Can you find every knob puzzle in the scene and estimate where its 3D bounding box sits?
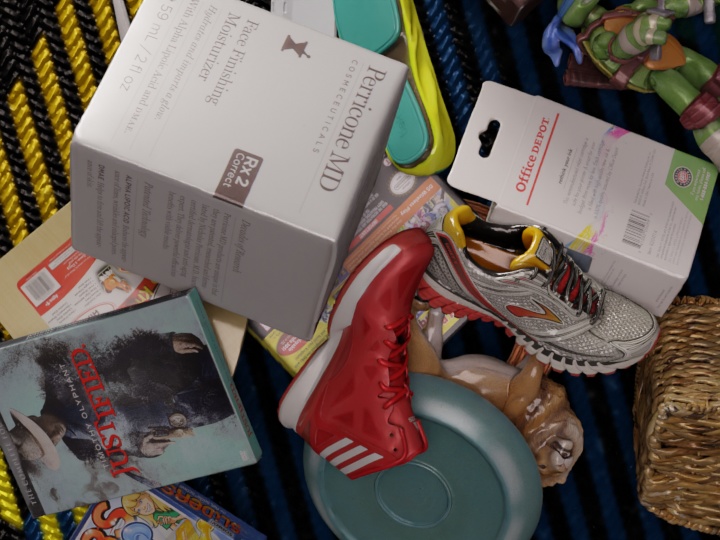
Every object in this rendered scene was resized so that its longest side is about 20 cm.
[{"bbox_3d":[-0.175,0.031,1.418,0.219,0.030,0.220,0,80,0],"label":"knob puzzle"}]

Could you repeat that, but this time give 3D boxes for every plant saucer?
[{"bbox_3d":[0.045,0.173,1.427,0.200,0.027,0.201,9,120,16],"label":"plant saucer"}]

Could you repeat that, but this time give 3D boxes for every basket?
[{"bbox_3d":[0.322,0.121,1.445,0.199,0.149,0.143,4,127,2],"label":"basket"}]

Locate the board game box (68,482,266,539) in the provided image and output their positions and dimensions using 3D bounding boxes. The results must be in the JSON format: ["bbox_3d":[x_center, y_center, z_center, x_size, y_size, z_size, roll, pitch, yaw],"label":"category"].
[{"bbox_3d":[-0.183,0.259,1.455,0.135,0.034,0.200,32,112,0],"label":"board game box"}]

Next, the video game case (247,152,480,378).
[{"bbox_3d":[0.000,0.000,1.449,0.200,0.026,0.181,-44,91,3],"label":"video game case"}]

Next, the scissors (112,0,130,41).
[{"bbox_3d":[-0.185,-0.147,1.465,0.073,0.014,0.200,-40,70,45],"label":"scissors"}]

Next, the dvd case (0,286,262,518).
[{"bbox_3d":[-0.190,0.104,1.371,0.199,0.022,0.146,-14,106,19],"label":"dvd case"}]

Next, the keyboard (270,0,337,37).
[{"bbox_3d":[-0.048,-0.132,1.441,0.056,0.011,0.201,0,80,9],"label":"keyboard"}]

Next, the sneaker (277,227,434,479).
[{"bbox_3d":[0.028,0.072,1.345,0.115,0.078,0.200,42,122,21],"label":"sneaker"}]

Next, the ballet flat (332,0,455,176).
[{"bbox_3d":[0.030,-0.165,1.430,0.067,0.067,0.200,-27,71,31],"label":"ballet flat"}]

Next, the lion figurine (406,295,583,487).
[{"bbox_3d":[0.091,0.090,1.423,0.200,0.072,0.123,21,108,-1],"label":"lion figurine"}]

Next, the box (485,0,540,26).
[{"bbox_3d":[0.138,-0.319,1.373,0.200,0.164,0.166,-43,91,4],"label":"box"}]

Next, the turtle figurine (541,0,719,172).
[{"bbox_3d":[0.260,-0.186,1.389,0.194,0.144,0.200,44,98,-3],"label":"turtle figurine"}]

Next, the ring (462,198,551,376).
[{"bbox_3d":[0.065,0.039,1.470,0.200,0.019,0.201,0,93,2],"label":"ring"}]

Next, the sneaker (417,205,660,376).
[{"bbox_3d":[0.136,0.015,1.359,0.200,0.078,0.082,22,138,-5],"label":"sneaker"}]

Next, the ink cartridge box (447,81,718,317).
[{"bbox_3d":[0.168,-0.058,1.413,0.200,0.067,0.117,22,59,1],"label":"ink cartridge box"}]

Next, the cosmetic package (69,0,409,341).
[{"bbox_3d":[-0.091,-0.081,1.319,0.200,0.165,0.165,20,62,2],"label":"cosmetic package"}]
